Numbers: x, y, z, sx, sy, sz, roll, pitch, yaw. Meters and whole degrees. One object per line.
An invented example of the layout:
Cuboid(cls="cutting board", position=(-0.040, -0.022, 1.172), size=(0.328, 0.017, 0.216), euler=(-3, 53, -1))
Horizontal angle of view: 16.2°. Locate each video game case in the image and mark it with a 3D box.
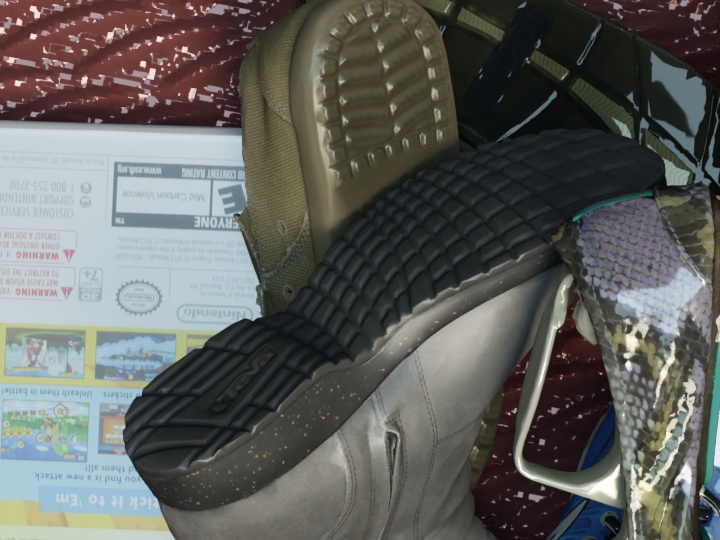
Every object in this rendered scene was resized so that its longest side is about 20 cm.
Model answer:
Cuboid(cls="video game case", position=(-0.122, 0.039, 0.886), size=(0.199, 0.023, 0.183), euler=(2, 87, 1))

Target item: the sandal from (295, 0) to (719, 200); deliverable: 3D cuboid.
Cuboid(cls="sandal", position=(0.065, -0.055, 0.872), size=(0.201, 0.057, 0.080), euler=(42, 90, 19))

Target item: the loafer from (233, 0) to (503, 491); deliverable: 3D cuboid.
Cuboid(cls="loafer", position=(0.000, 0.000, 0.854), size=(0.076, 0.067, 0.201), euler=(-11, 109, -28))

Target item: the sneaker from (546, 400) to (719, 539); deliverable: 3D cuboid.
Cuboid(cls="sneaker", position=(0.091, 0.110, 0.840), size=(0.078, 0.089, 0.200), euler=(29, 88, 2))

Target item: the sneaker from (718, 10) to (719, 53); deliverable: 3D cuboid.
Cuboid(cls="sneaker", position=(0.162, -0.011, 0.771), size=(0.091, 0.076, 0.201), euler=(-10, 69, 19))

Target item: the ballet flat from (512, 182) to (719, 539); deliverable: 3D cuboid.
Cuboid(cls="ballet flat", position=(0.080, 0.073, 0.766), size=(0.072, 0.072, 0.201), euler=(-2, 102, 2))

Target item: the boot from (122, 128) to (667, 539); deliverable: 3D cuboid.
Cuboid(cls="boot", position=(0.025, 0.051, 0.813), size=(0.200, 0.070, 0.132), euler=(-32, 125, -12))
